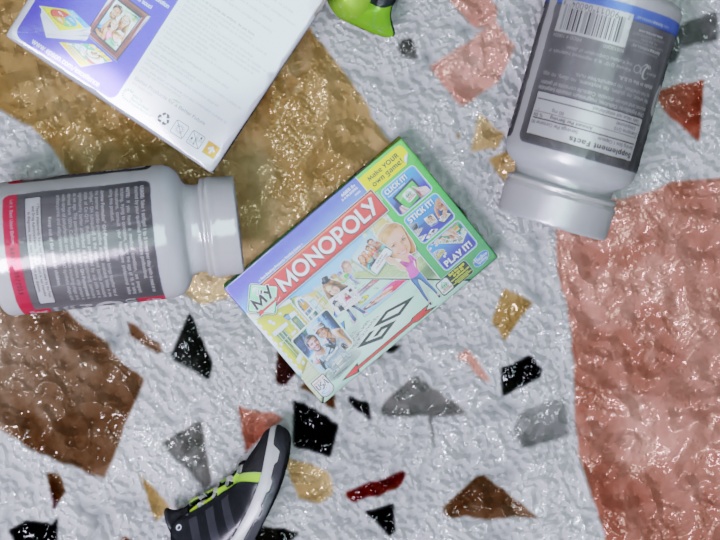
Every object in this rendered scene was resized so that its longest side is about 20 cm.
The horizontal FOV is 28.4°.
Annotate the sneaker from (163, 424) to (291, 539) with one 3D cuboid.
[{"bbox_3d":[-0.129,0.217,1.226,0.083,0.072,0.201,27,90,1],"label":"sneaker"}]

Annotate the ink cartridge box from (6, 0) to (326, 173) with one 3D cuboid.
[{"bbox_3d":[-0.144,-0.214,1.132,0.198,0.043,0.200,34,101,-11],"label":"ink cartridge box"}]

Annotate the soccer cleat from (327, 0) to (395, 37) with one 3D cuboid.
[{"bbox_3d":[0.044,-0.290,1.182,0.081,0.068,0.201,29,96,-25],"label":"soccer cleat"}]

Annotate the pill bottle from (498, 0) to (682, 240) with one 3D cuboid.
[{"bbox_3d":[0.186,-0.134,1.182,0.113,0.114,0.201,15,97,-6],"label":"pill bottle"}]

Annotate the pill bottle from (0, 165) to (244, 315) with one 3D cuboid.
[{"bbox_3d":[-0.199,-0.028,1.169,0.199,0.111,0.111,-6,98,-3],"label":"pill bottle"}]

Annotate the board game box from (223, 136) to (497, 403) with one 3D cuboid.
[{"bbox_3d":[0.000,0.000,1.229,0.200,0.029,0.135,-40,100,2],"label":"board game box"}]
